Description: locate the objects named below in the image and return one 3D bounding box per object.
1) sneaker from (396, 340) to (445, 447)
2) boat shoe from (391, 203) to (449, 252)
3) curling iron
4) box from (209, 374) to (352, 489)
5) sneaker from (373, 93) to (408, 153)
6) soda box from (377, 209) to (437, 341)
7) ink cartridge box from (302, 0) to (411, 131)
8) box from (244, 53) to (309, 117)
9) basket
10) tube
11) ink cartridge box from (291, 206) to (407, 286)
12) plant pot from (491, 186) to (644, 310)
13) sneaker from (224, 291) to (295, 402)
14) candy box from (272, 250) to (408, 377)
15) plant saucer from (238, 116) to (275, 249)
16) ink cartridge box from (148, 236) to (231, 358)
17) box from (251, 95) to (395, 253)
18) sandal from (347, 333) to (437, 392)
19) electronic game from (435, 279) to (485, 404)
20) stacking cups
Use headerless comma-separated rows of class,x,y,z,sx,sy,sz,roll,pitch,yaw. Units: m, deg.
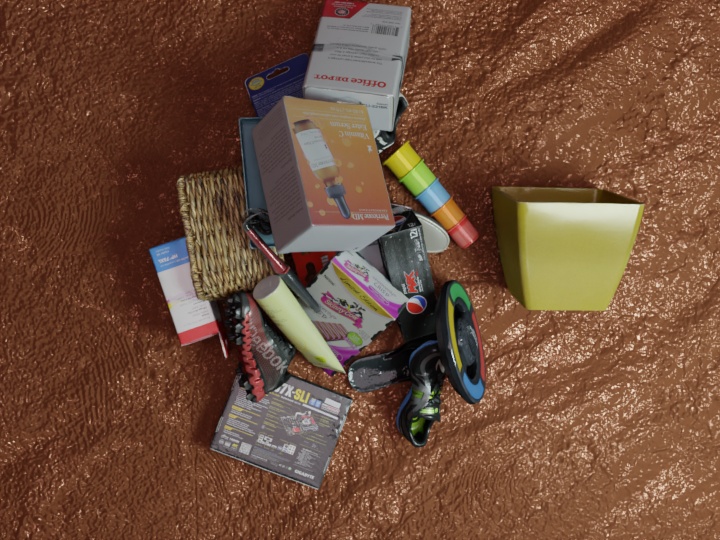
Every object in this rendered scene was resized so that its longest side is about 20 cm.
sneaker,0.112,0.202,1.432,0.070,0.083,0.201,1,118,-22
boat shoe,0.055,-0.086,1.469,0.198,0.057,0.067,16,119,-8
curling iron,-0.114,-0.011,1.323,0.049,0.026,0.201,-32,114,-3
box,-0.132,0.254,1.465,0.198,0.049,0.161,21,87,-4
sneaker,0.008,-0.212,1.438,0.075,0.087,0.202,24,91,-42
soda box,0.076,0.009,1.398,0.070,0.063,0.202,-16,119,-3
ink cartridge box,-0.003,-0.327,1.392,0.143,0.084,0.202,7,57,6
box,-0.106,-0.247,1.439,0.120,0.032,0.202,-22,74,7
basket,-0.206,-0.058,1.405,0.147,0.143,0.202,-11,88,-8
tube,-0.095,0.093,1.367,0.052,0.058,0.201,-29,126,7
ink cartridge box,0.000,0.000,1.438,0.198,0.057,0.164,-19,120,-8
plant pot,0.324,-0.036,1.427,0.198,0.200,0.178,1,102,-4
sneaker,-0.155,0.112,1.380,0.097,0.071,0.202,-19,124,-18
candy box,-0.035,0.067,1.403,0.136,0.061,0.200,42,132,-2
plant saucer,-0.145,-0.134,1.340,0.069,0.019,0.202,-4,84,-16
ink cartridge box,-0.272,0.051,1.418,0.067,0.116,0.202,-18,91,-4
box,-0.056,-0.137,1.292,0.151,0.106,0.202,-2,71,-37
sandal,0.076,0.158,1.477,0.199,0.048,0.076,-22,92,-3
electronic game,0.166,0.114,1.413,0.041,0.200,0.202,-13,92,20
stacking cups,0.123,-0.123,1.469,0.060,0.061,0.200,-41,93,-2
